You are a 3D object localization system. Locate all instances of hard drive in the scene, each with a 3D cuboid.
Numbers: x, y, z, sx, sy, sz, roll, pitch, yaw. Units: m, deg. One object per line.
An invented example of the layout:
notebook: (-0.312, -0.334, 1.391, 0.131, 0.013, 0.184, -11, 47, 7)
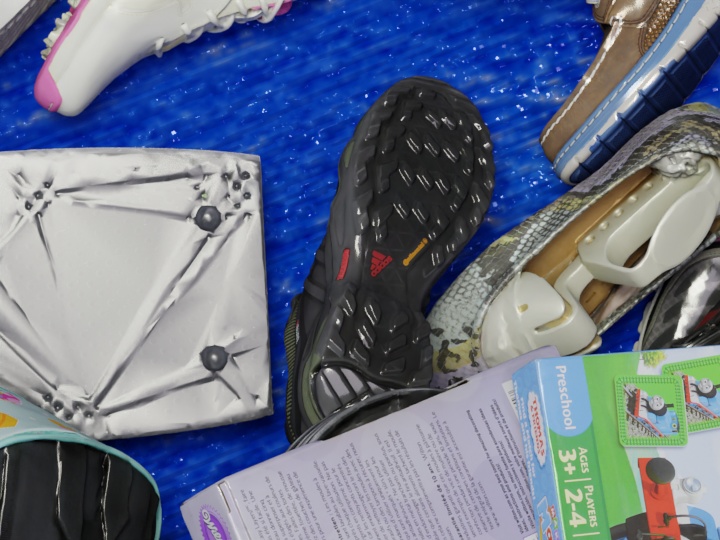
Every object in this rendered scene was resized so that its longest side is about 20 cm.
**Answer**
hard drive: (-0.143, 0.012, 1.250, 0.198, 0.042, 0.136, -3, 88, -4)

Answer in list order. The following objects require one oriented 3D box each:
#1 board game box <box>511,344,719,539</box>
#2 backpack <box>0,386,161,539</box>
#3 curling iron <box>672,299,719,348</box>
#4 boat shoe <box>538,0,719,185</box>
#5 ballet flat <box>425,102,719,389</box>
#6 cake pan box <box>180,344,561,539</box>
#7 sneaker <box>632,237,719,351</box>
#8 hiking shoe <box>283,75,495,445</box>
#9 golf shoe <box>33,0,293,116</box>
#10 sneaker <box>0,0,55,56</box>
board game box: (0.172, 0.106, 1.134, 0.198, 0.037, 0.153, -4, 75, -17)
backpack: (-0.186, 0.143, 1.164, 0.153, 0.175, 0.201, 32, 97, 38)
curling iron: (0.205, -0.007, 1.247, 0.200, 0.049, 0.026, -44, 116, -36)
boat shoe: (0.143, -0.132, 1.270, 0.072, 0.072, 0.200, 39, 89, 16)
ballet flat: (0.104, 0.001, 1.243, 0.200, 0.072, 0.072, -42, 91, 2)
cake pan box: (0.040, 0.146, 1.122, 0.183, 0.052, 0.201, -21, 84, -35)
sneaker: (0.160, 0.082, 1.248, 0.073, 0.087, 0.202, 14, 85, -4)
hiking shoe: (0.000, 0.000, 1.243, 0.075, 0.101, 0.201, 29, 57, -16)
golf shoe: (-0.068, -0.139, 1.248, 0.091, 0.075, 0.200, 41, 87, -5)
sneaker: (-0.202, -0.138, 1.228, 0.105, 0.075, 0.200, 43, 71, -2)
